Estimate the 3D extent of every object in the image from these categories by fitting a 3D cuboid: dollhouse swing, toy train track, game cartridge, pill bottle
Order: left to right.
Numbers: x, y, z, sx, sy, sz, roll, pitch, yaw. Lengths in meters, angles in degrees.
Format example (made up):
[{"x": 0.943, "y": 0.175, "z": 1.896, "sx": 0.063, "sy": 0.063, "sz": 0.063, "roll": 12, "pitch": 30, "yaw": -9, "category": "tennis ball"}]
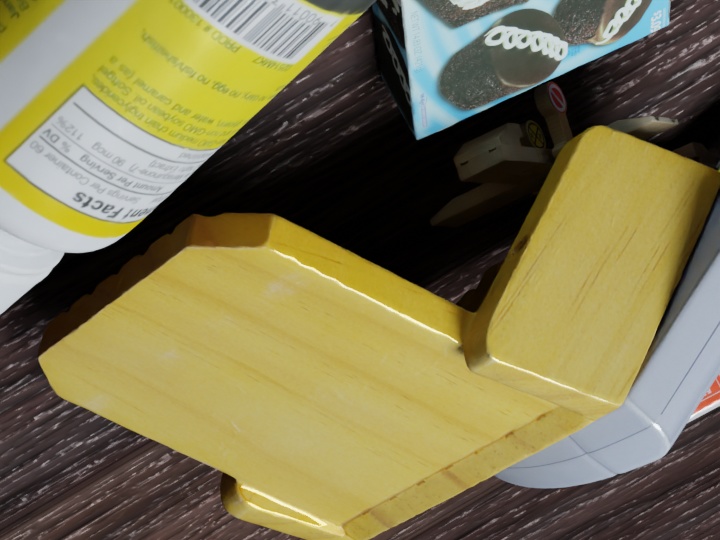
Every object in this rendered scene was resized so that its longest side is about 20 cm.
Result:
[{"x": -0.088, "y": -0.079, "z": 0.938, "sx": 0.200, "sy": 0.115, "sz": 0.114, "roll": -41, "pitch": 150, "yaw": 22, "category": "pill bottle"}, {"x": 0.000, "y": 0.000, "z": 1.165, "sx": 0.200, "sy": 0.176, "sz": 0.182, "roll": -34, "pitch": -158, "yaw": 51, "category": "dollhouse swing"}, {"x": 0.099, "y": -0.053, "z": 1.234, "sx": 0.114, "sy": 0.033, "sz": 0.199, "roll": -25, "pitch": 166, "yaw": 30, "category": "toy train track"}, {"x": 0.101, "y": 0.029, "z": 1.201, "sx": 0.133, "sy": 0.041, "sz": 0.200, "roll": -51, "pitch": -166, "yaw": -17, "category": "game cartridge"}]

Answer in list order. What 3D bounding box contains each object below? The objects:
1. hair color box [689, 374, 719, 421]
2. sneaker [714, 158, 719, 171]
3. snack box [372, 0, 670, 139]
[{"x": 0.190, "y": 0.020, "z": 1.375, "sx": 0.199, "sy": 0.064, "sz": 0.111, "roll": -26, "pitch": 176, "yaw": -4, "category": "hair color box"}, {"x": 0.218, "y": -0.055, "z": 1.266, "sx": 0.201, "sy": 0.081, "sz": 0.074, "roll": -56, "pitch": 164, "yaw": 28, "category": "sneaker"}, {"x": 0.059, "y": -0.136, "z": 1.061, "sx": 0.116, "sy": 0.037, "sz": 0.200, "roll": -25, "pitch": 152, "yaw": -9, "category": "snack box"}]
